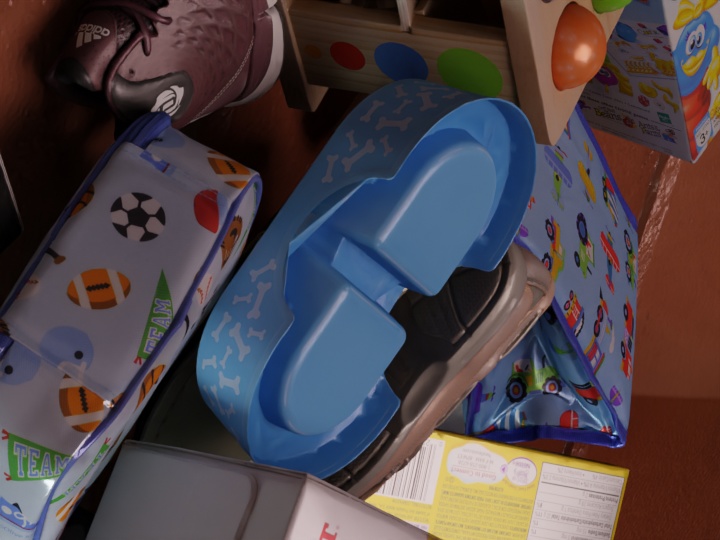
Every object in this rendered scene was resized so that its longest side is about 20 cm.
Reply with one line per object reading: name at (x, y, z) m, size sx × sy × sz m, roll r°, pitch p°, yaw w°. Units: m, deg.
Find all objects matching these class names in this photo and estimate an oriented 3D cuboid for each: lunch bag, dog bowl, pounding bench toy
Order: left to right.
lunch bag at (-0.122, 0.039, 1.227) m, size 0.200 × 0.075 × 0.160 m, roll -56°, pitch 178°, yaw -32°
dog bowl at (0.000, 0.000, 1.279) m, size 0.200 × 0.050 × 0.111 m, roll -55°, pitch 146°, yaw -3°
pounding bench toy at (0.054, -0.125, 1.347) m, size 0.200 × 0.155 × 0.124 m, roll 76°, pitch 33°, yaw -46°
lunch bag at (0.090, -0.023, 1.483) m, size 0.200 × 0.094 × 0.151 m, roll 74°, pitch 18°, yaw -51°

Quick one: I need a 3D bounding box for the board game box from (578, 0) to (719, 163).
board game box at (0.151, -0.174, 1.542) m, size 0.103 × 0.105 × 0.200 m, roll -52°, pitch 147°, yaw -26°

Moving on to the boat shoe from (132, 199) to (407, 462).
boat shoe at (-0.039, 0.023, 1.349) m, size 0.201 × 0.061 × 0.072 m, roll -47°, pitch 120°, yaw -12°

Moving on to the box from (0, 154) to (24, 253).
box at (-0.219, -0.043, 1.101) m, size 0.160 × 0.049 × 0.200 m, roll -45°, pitch 143°, yaw -29°

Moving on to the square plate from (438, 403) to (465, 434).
square plate at (-0.034, 0.107, 1.459) m, size 0.200 × 0.028 × 0.199 m, roll 44°, pitch 64°, yaw -43°

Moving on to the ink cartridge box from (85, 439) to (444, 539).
ink cartridge box at (-0.020, 0.183, 1.267) m, size 0.200 × 0.146 × 0.147 m, roll 29°, pitch 77°, yaw -36°

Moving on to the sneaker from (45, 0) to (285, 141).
sneaker at (-0.089, -0.133, 1.225) m, size 0.115 × 0.076 × 0.201 m, roll -39°, pitch 140°, yaw -34°

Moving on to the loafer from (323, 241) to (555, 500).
loafer at (0.017, 0.064, 1.380) m, size 0.200 × 0.072 × 0.063 m, roll -45°, pitch 144°, yaw 14°

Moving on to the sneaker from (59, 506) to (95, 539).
sneaker at (-0.184, 0.142, 1.254) m, size 0.200 × 0.070 × 0.082 m, roll -37°, pitch 129°, yaw -45°

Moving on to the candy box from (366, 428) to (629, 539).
candy box at (0.050, 0.136, 1.478) m, size 0.199 × 0.026 × 0.103 m, roll 14°, pitch 92°, yaw -35°
